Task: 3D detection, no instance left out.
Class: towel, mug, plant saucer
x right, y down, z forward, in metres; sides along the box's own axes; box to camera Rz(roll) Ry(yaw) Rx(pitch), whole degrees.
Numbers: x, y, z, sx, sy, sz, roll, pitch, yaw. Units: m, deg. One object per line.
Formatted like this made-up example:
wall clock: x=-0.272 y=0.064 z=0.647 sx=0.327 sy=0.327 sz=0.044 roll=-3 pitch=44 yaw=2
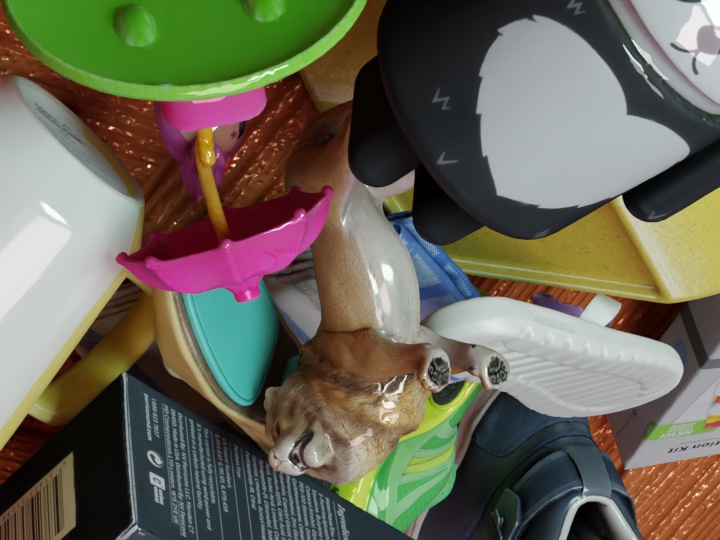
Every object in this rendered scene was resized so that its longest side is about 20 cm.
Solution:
towel: x=-0.034 y=0.036 z=1.430 sx=0.200 sy=0.024 sz=0.147 roll=-15 pitch=142 yaw=22
mug: x=-0.175 y=-0.006 z=1.311 sx=0.153 sy=0.149 sz=0.187 roll=-46 pitch=174 yaw=9
plant saucer: x=0.071 y=-0.050 z=1.333 sx=0.049 sy=0.200 sz=0.200 roll=-64 pitch=143 yaw=-24

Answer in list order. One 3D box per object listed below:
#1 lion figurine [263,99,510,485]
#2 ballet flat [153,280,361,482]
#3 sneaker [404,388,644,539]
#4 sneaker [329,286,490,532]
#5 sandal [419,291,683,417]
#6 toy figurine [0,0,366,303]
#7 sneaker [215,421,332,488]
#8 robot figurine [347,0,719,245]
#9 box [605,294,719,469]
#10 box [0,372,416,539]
lion figurine: x=0.000 y=0.000 z=1.301 sx=0.072 sy=0.122 sz=0.200 roll=-7 pitch=96 yaw=-41
ballet flat: x=-0.060 y=0.048 z=1.373 sx=0.063 sy=0.069 sz=0.200 roll=-1 pitch=147 yaw=32
sneaker: x=0.089 y=0.161 z=1.572 sx=0.077 sy=0.146 sz=0.203 roll=-5 pitch=135 yaw=-23
sneaker: x=0.018 y=0.084 z=1.530 sx=0.084 sy=0.074 sz=0.200 roll=-7 pitch=137 yaw=-55
sandal: x=0.098 y=0.031 z=1.400 sx=0.082 sy=0.050 sz=0.203 roll=-17 pitch=160 yaw=26
toy figurine: x=-0.073 y=-0.079 z=1.222 sx=0.150 sy=0.200 sz=0.184 roll=-13 pitch=138 yaw=-9
sneaker: x=-0.101 y=0.140 z=1.486 sx=0.200 sy=0.079 sz=0.075 roll=-20 pitch=143 yaw=13
robot figurine: x=0.087 y=-0.089 z=1.161 sx=0.200 sy=0.125 sz=0.150 roll=-31 pitch=162 yaw=28
box: x=0.235 y=0.042 z=1.550 sx=0.156 sy=0.041 sz=0.200 roll=-8 pitch=157 yaw=-18
box: x=-0.083 y=0.168 z=1.385 sx=0.200 sy=0.107 sz=0.148 roll=31 pitch=120 yaw=-31
